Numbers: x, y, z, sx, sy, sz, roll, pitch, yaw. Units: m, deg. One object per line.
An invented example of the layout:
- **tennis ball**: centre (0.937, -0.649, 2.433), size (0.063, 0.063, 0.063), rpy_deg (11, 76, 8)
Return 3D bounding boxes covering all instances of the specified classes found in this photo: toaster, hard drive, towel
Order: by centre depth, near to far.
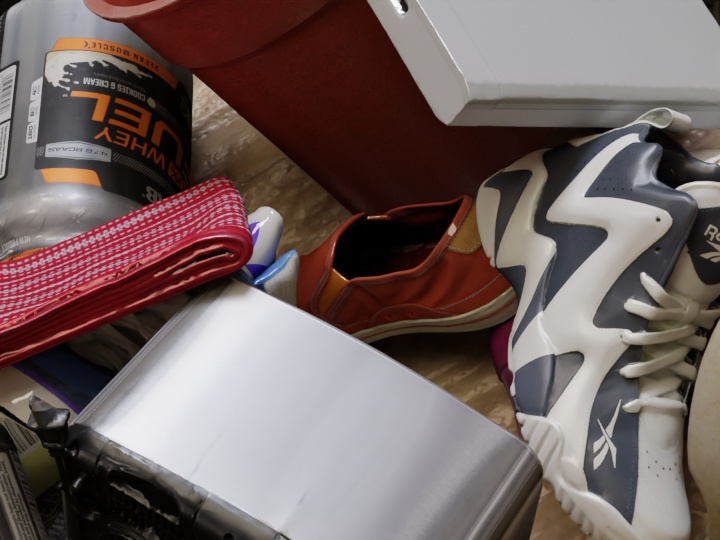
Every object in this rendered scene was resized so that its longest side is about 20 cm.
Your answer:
- **toaster**: centre (-0.032, 0.115, 1.008), size (0.181, 0.200, 0.119), rpy_deg (28, 57, 16)
- **towel**: centre (-0.119, -0.002, 1.075), size (0.145, 0.023, 0.200), rpy_deg (-22, 11, -1)
- **hard drive**: centre (0.086, -0.121, 1.094), size (0.026, 0.200, 0.132), rpy_deg (-50, 57, 37)

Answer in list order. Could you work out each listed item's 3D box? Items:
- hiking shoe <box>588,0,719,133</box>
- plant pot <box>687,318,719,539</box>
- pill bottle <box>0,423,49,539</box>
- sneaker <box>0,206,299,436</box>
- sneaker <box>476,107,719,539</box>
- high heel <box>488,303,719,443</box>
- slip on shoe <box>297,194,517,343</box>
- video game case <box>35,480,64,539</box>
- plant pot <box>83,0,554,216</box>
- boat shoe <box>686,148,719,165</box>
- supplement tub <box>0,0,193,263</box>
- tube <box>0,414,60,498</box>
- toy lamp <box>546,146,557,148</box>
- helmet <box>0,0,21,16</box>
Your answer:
- **hiking shoe**: centre (0.156, -0.163, 1.236), size (0.076, 0.101, 0.200), rpy_deg (11, 59, 33)
- **plant pot**: centre (0.243, 0.070, 0.959), size (0.183, 0.200, 0.201), rpy_deg (7, 56, 42)
- **pill bottle**: centre (-0.198, 0.138, 1.109), size (0.106, 0.106, 0.200), rpy_deg (-25, 72, 5)
- **sneaker**: centre (-0.095, 0.023, 1.105), size (0.081, 0.200, 0.147), rpy_deg (31, 87, 21)
- **sneaker**: centre (0.133, 0.019, 1.030), size (0.130, 0.079, 0.199), rpy_deg (-32, 55, 35)
- **high heel**: centre (0.155, 0.017, 1.115), size (0.200, 0.067, 0.096), rpy_deg (-25, 56, 23)
- **slip on shoe**: centre (0.000, 0.000, 1.185), size (0.200, 0.061, 0.074), rpy_deg (-10, 40, 44)
- **video game case**: centre (-0.129, 0.142, 1.181), size (0.200, 0.019, 0.143), rpy_deg (12, 59, 32)
- **plant pot**: centre (-0.002, -0.135, 1.200), size (0.201, 0.195, 0.201), rpy_deg (-31, 31, 21)
- **boat shoe**: centre (0.206, -0.029, 1.090), size (0.200, 0.071, 0.069), rpy_deg (-11, 14, 22)
- **supplement tub**: centre (-0.152, -0.044, 1.273), size (0.122, 0.123, 0.200), rpy_deg (-14, 49, 15)
- **tube**: centre (-0.221, 0.126, 1.200), size (0.200, 0.052, 0.058), rpy_deg (-37, 3, 1)
- **toy lamp**: centre (0.189, -0.049, 1.158), size (0.200, 0.058, 0.058), rpy_deg (-10, 50, 20)
- **helmet**: centre (-0.299, -0.237, 1.452), size (0.200, 0.191, 0.200), rpy_deg (-14, 48, 16)
